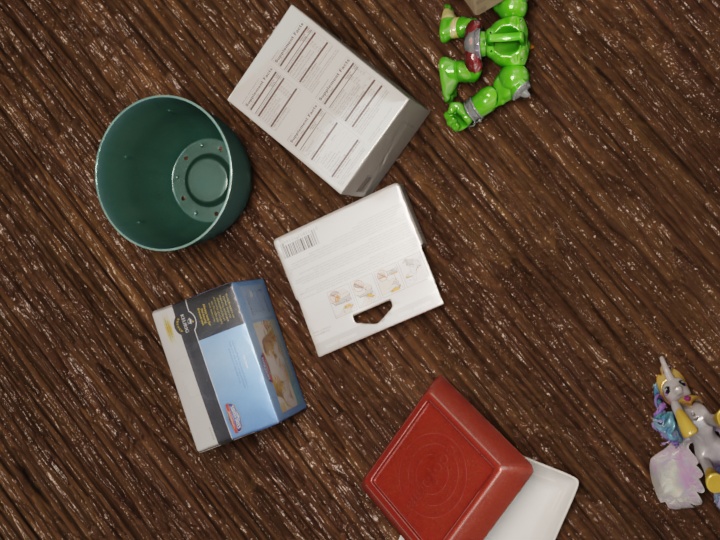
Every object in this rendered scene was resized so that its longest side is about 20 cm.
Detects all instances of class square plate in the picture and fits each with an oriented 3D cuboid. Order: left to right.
[{"bbox_3d":[0.171,0.333,1.328,0.196,0.028,0.203,22,97,13],"label":"square plate"}]

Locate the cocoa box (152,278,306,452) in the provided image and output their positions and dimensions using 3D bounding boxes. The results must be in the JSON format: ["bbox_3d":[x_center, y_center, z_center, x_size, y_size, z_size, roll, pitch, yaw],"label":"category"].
[{"bbox_3d":[-0.179,0.127,1.358,0.130,0.133,0.203,-20,87,14],"label":"cocoa box"}]

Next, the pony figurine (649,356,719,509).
[{"bbox_3d":[0.428,0.213,1.193,0.165,0.200,0.195,-28,101,7],"label":"pony figurine"}]

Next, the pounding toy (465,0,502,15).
[{"bbox_3d":[0.178,-0.471,1.215,0.198,0.142,0.186,-29,64,-1],"label":"pounding toy"}]

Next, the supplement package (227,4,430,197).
[{"bbox_3d":[-0.038,-0.219,1.301,0.199,0.152,0.151,40,101,10],"label":"supplement package"}]

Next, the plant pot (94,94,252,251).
[{"bbox_3d":[-0.240,-0.130,1.351,0.197,0.161,0.204,1,92,15],"label":"plant pot"}]

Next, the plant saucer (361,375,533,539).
[{"bbox_3d":[0.101,0.273,1.293,0.200,0.037,0.201,43,103,38],"label":"plant saucer"}]

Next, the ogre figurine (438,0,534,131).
[{"bbox_3d":[0.163,-0.290,1.275,0.118,0.098,0.203,-1,74,23],"label":"ogre figurine"}]

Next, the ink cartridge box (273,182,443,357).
[{"bbox_3d":[0.000,0.000,1.353,0.198,0.045,0.179,-23,85,15],"label":"ink cartridge box"}]
